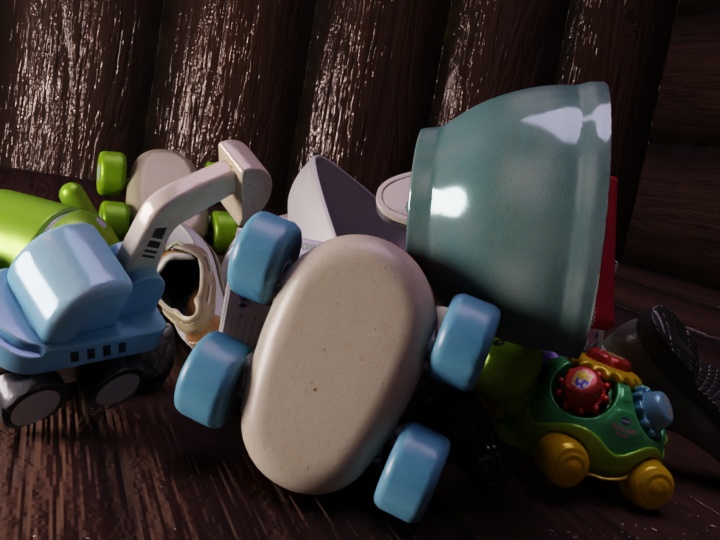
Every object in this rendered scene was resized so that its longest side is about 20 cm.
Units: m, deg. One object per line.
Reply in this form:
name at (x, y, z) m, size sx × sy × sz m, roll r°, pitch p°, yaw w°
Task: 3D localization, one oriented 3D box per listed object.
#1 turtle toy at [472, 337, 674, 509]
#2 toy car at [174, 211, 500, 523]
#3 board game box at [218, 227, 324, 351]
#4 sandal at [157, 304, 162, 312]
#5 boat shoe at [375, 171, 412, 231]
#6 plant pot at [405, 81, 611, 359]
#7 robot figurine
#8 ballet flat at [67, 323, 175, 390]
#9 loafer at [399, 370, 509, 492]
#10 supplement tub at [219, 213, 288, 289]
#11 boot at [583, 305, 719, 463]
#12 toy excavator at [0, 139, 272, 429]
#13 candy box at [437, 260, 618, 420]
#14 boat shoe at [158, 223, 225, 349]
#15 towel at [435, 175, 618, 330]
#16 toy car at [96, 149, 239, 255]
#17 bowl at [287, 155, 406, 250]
turtle toy at (0.171, 0.110, 0.678) m, size 0.198 × 0.102 × 0.146 m, roll 17°, pitch 6°, yaw -11°
toy car at (-0.008, 0.069, 0.620) m, size 0.182 × 0.179 × 0.200 m, roll 22°, pitch -3°, yaw 8°
board game box at (-0.059, 0.043, 0.719) m, size 0.124 × 0.035 × 0.201 m, roll 9°, pitch -35°, yaw -10°
sandal at (-0.234, 0.026, 1.006) m, size 0.079 × 0.055 × 0.200 m, roll -2°, pitch -6°, yaw -6°
boat shoe at (0.102, -0.046, 0.768) m, size 0.197 × 0.063 × 0.073 m, roll 0°, pitch 56°, yaw -21°
plant pot at (0.104, -0.043, 0.613) m, size 0.132 × 0.203 × 0.200 m, roll 6°, pitch 7°, yaw 9°
robot figurine at (-0.336, -0.015, 0.845) m, size 0.198 × 0.117 × 0.176 m, roll 14°, pitch 31°, yaw 17°
ballet flat at (-0.249, 0.065, 0.668) m, size 0.198 × 0.058 × 0.066 m, roll 5°, pitch 8°, yaw -33°
loafer at (0.060, 0.124, 0.669) m, size 0.070 × 0.069 × 0.201 m, roll -22°, pitch 21°, yaw -9°
supplement tub at (-0.085, 0.006, 0.983) m, size 0.143 × 0.147 × 0.200 m, roll 11°, pitch 8°, yaw 5°
boot at (0.278, 0.133, 0.765) m, size 0.130 × 0.201 × 0.068 m, roll -36°, pitch 4°, yaw 40°
toy excavator at (-0.172, -0.001, 0.588) m, size 0.193 × 0.201 × 0.100 m, roll -9°, pitch 51°, yaw -47°
candy box at (0.156, 0.062, 0.813) m, size 0.198 × 0.170 × 0.071 m, roll 4°, pitch 8°, yaw -37°
boat shoe at (-0.185, 0.002, 0.854) m, size 0.200 × 0.074 × 0.069 m, roll 51°, pitch -7°, yaw 40°
towel at (0.144, -0.029, 0.723) m, size 0.197 × 0.147 × 0.022 m, roll 9°, pitch -11°, yaw -18°
toy car at (-0.264, -0.040, 1.062) m, size 0.162 × 0.201 × 0.159 m, roll 3°, pitch 53°, yaw -24°
bowl at (0.000, 0.000, 0.850) m, size 0.199 × 0.074 × 0.201 m, roll 33°, pitch 31°, yaw -45°
